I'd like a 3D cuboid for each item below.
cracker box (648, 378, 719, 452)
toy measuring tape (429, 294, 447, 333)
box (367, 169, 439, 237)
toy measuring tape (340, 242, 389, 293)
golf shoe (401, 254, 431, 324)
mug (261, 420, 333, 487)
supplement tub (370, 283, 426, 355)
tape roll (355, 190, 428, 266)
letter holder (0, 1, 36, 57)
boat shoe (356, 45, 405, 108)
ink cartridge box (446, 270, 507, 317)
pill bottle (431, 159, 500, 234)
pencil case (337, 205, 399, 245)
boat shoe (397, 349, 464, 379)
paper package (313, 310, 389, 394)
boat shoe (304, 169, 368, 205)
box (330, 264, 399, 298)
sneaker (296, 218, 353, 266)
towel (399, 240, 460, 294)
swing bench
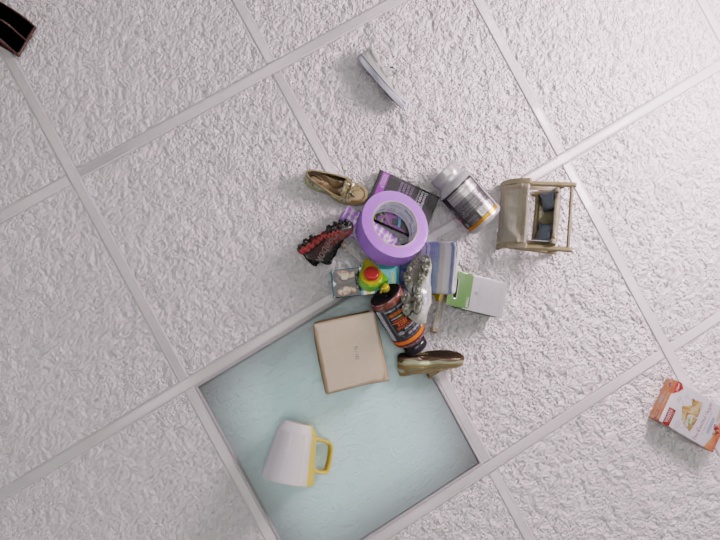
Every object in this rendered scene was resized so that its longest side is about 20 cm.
[{"bbox_3d":[0.997,0.437,1.699,0.197,0.058,0.136,29,85,-2],"label":"cracker box"},{"bbox_3d":[0.219,0.077,1.640,0.072,0.074,0.204,13,91,-4],"label":"toy measuring tape"},{"bbox_3d":[0.120,-0.191,1.663,0.197,0.036,0.145,23,86,-5],"label":"box"},{"bbox_3d":[0.000,0.000,1.576,0.199,0.074,0.074,40,85,18],"label":"toy measuring tape"},{"bbox_3d":[0.165,0.055,1.560,0.077,0.097,0.203,-5,54,32],"label":"golf shoe"},{"bbox_3d":[-0.180,0.508,1.575,0.147,0.186,0.157,4,76,28],"label":"mug"},{"bbox_3d":[0.116,0.144,1.597,0.106,0.107,0.202,-35,112,-6],"label":"supplement tub"},{"bbox_3d":[0.088,-0.118,1.572,0.196,0.066,0.204,6,67,-15],"label":"tape roll"},{"bbox_3d":[-1.030,-0.706,1.533,0.198,0.142,0.102,30,86,-3],"label":"letter holder"},{"bbox_3d":[0.083,-0.579,1.655,0.086,0.075,0.203,-40,85,12],"label":"boat shoe"},{"bbox_3d":[0.325,0.067,1.630,0.196,0.059,0.106,13,85,-22],"label":"ink cartridge box"},{"bbox_3d":[0.305,-0.216,1.640,0.116,0.116,0.200,-42,91,-5],"label":"pill bottle"},{"bbox_3d":[0.020,-0.105,1.631,0.198,0.084,0.086,33,106,-1],"label":"pencil case"},{"bbox_3d":[0.205,0.279,1.641,0.195,0.072,0.078,-1,102,2],"label":"boat shoe"},{"bbox_3d":[-0.030,0.230,1.598,0.186,0.103,0.205,-11,89,-5],"label":"paper package"},{"bbox_3d":[-0.070,-0.242,1.635,0.196,0.063,0.075,16,86,-5],"label":"boat shoe"},{"bbox_3d":[0.013,0.030,1.637,0.195,0.049,0.084,-6,88,-6],"label":"box"},{"bbox_3d":[-0.087,-0.073,1.592,0.198,0.071,0.099,-27,104,31],"label":"sneaker"},{"bbox_3d":[0.194,-0.010,1.606,0.024,0.197,0.150,9,85,-48],"label":"towel"},{"bbox_3d":[0.510,-0.158,1.648,0.195,0.130,0.204,5,88,-4],"label":"swing bench"}]
